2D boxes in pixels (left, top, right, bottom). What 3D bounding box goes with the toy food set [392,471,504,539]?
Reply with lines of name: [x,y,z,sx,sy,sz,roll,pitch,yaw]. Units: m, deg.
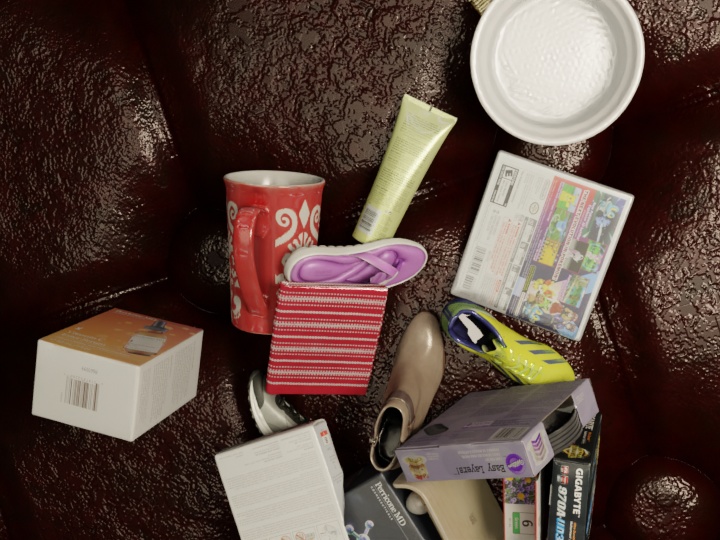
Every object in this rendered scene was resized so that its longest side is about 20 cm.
toy food set: [0.126,0.335,1.237,0.060,0.143,0.201,-26,93,34]

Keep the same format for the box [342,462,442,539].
box: [0.002,0.369,1.291,0.199,0.107,0.149,-34,89,16]

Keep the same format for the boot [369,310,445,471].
boot: [0.059,0.162,1.221,0.070,0.146,0.202,10,101,14]

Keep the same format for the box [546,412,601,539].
box: [0.265,0.278,1.159,0.046,0.200,0.160,6,100,17]

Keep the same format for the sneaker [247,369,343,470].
sneaker: [-0.095,0.223,1.317,0.079,0.074,0.201,-29,97,8]

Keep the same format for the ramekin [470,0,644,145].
ramekin: [0.236,-0.256,1.128,0.199,0.098,0.202,2,102,11]

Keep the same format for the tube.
tube: [0.053,-0.124,1.232,0.058,0.052,0.201,16,103,-35]

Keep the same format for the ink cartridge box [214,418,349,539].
ink cartridge box: [-0.091,0.316,1.250,0.161,0.050,0.201,-20,89,21]

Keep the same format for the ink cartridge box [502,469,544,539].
ink cartridge box: [0.205,0.277,1.174,0.050,0.200,0.110,0,99,14]

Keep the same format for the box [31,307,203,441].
box: [-0.330,0.137,1.290,0.151,0.200,0.107,12,103,12]

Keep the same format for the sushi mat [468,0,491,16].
sushi mat: [0.214,-0.401,1.160,0.200,0.012,0.096,-39,89,17]

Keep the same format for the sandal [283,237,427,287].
sandal: [-0.001,0.006,1.211,0.201,0.050,0.083,-5,133,-23]

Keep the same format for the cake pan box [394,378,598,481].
cake pan box: [0.172,0.195,1.147,0.199,0.184,0.053,-15,100,40]

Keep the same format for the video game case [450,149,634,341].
video game case: [0.233,-0.032,1.211,0.181,0.023,0.201,20,102,11]

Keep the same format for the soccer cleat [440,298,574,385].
soccer cleat: [0.189,0.106,1.206,0.199,0.084,0.065,32,103,-3]

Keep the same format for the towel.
towel: [-0.048,0.093,1.233,0.143,0.023,0.201,2,129,-12]

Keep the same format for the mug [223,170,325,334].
mug: [-0.132,-0.022,1.235,0.133,0.177,0.202,15,109,39]
